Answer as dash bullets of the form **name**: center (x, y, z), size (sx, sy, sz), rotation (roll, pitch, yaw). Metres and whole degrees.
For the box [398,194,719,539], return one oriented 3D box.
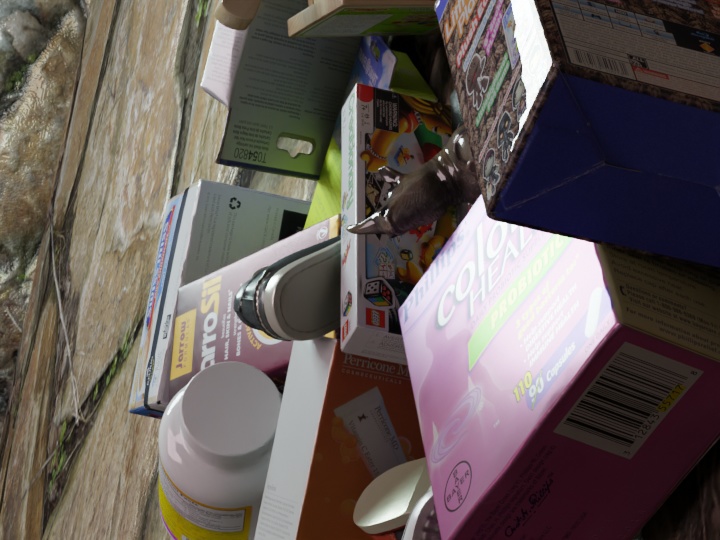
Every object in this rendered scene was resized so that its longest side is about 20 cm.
- **box**: center (0.115, 0.040, 1.227), size (0.176, 0.096, 0.200), rotation (-55, 26, 31)

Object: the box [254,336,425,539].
- **box**: center (0.007, 0.153, 1.492), size (0.097, 0.124, 0.201), rotation (180, 101, -72)

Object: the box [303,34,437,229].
- **box**: center (0.008, -0.090, 1.783), size (0.122, 0.048, 0.200), rotation (-117, 41, -64)

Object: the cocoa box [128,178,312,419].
- **cocoa box**: center (-0.111, 0.037, 1.931), size (0.131, 0.133, 0.201), rotation (161, 121, -71)

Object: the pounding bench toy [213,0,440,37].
- **pounding bench toy**: center (-0.017, -0.263, 1.670), size (0.124, 0.199, 0.156), rotation (166, 100, -70)

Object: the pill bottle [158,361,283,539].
- **pill bottle**: center (-0.099, 0.141, 1.659), size (0.200, 0.104, 0.105), rotation (101, 173, -63)

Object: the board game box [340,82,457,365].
- **board game box**: center (0.050, -0.025, 1.472), size (0.035, 0.126, 0.200), rotation (123, 153, -50)

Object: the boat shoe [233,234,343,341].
- **boat shoe**: center (0.000, 0.000, 1.511), size (0.062, 0.200, 0.073), rotation (-4, 103, 50)

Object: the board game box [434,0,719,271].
- **board game box**: center (0.140, -0.107, 1.186), size (0.200, 0.159, 0.097), rotation (-99, 27, -51)

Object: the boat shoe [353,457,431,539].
- **boat shoe**: center (0.078, 0.146, 1.366), size (0.200, 0.063, 0.071), rotation (-20, 33, 49)

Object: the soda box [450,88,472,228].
- **soda box**: center (0.101, -0.052, 1.434), size (0.071, 0.063, 0.200), rotation (123, 153, -48)

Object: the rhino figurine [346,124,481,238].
- **rhino figurine**: center (0.083, -0.065, 1.349), size (0.060, 0.200, 0.087), rotation (62, -175, -20)

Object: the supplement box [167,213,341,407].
- **supplement box**: center (-0.052, 0.046, 1.704), size (0.200, 0.086, 0.111), rotation (-23, 55, 43)

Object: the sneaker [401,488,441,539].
- **sneaker**: center (0.058, 0.215, 1.281), size (0.079, 0.078, 0.201), rotation (-161, 61, -75)

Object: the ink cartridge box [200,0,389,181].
- **ink cartridge box**: center (-0.049, -0.177, 1.815), size (0.041, 0.199, 0.201), rotation (17, 95, 33)
